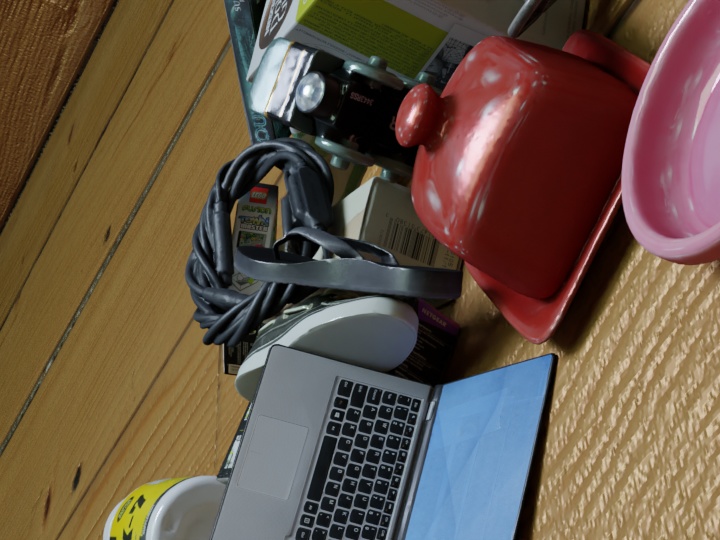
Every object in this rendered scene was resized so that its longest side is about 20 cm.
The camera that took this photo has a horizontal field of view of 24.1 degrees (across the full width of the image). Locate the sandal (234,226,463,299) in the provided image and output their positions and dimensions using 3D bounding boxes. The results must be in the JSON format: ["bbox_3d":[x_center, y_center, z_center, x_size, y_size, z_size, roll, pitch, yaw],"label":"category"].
[{"bbox_3d":[-0.007,-0.008,1.242,0.199,0.076,0.043,5,93,38],"label":"sandal"}]

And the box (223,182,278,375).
[{"bbox_3d":[-0.101,0.012,1.547,0.200,0.034,0.111,99,179,-66],"label":"box"}]

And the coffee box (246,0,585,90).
[{"bbox_3d":[0.049,-0.234,1.349,0.198,0.199,0.201,-40,33,55],"label":"coffee box"}]

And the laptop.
[{"bbox_3d":[0.009,0.135,1.141,0.116,0.199,0.188,97,-172,-62],"label":"laptop"}]

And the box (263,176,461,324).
[{"bbox_3d":[0.000,0.000,1.402,0.200,0.094,0.078,-34,39,61],"label":"box"}]

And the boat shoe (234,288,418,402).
[{"bbox_3d":[-0.027,0.046,1.271,0.200,0.071,0.064,-25,41,47],"label":"boat shoe"}]

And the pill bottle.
[{"bbox_3d":[-0.168,0.250,1.562,0.200,0.114,0.115,-21,50,66],"label":"pill bottle"}]

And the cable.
[{"bbox_3d":[-0.085,-0.025,1.402,0.163,0.051,0.201,-47,36,23],"label":"cable"}]

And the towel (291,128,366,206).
[{"bbox_3d":[-0.024,-0.164,1.498,0.201,0.030,0.150,71,-148,-43],"label":"towel"}]

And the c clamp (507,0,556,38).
[{"bbox_3d":[0.159,-0.237,1.172,0.171,0.027,0.200,-51,0,26],"label":"c clamp"}]

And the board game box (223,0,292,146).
[{"bbox_3d":[-0.073,-0.222,1.465,0.135,0.028,0.201,-53,-39,-51],"label":"board game box"}]

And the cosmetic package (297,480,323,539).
[{"bbox_3d":[-0.041,0.266,1.208,0.107,0.084,0.201,-31,45,47],"label":"cosmetic package"}]

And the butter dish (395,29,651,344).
[{"bbox_3d":[0.092,-0.082,1.153,0.200,0.147,0.200,-63,19,12],"label":"butter dish"}]

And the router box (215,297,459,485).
[{"bbox_3d":[-0.021,0.106,1.331,0.200,0.051,0.150,-13,49,55],"label":"router box"}]

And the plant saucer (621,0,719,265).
[{"bbox_3d":[0.223,-0.093,0.957,0.201,0.051,0.201,-54,23,36],"label":"plant saucer"}]

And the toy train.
[{"bbox_3d":[0.012,-0.114,1.251,0.114,0.199,0.086,26,98,43],"label":"toy train"}]
